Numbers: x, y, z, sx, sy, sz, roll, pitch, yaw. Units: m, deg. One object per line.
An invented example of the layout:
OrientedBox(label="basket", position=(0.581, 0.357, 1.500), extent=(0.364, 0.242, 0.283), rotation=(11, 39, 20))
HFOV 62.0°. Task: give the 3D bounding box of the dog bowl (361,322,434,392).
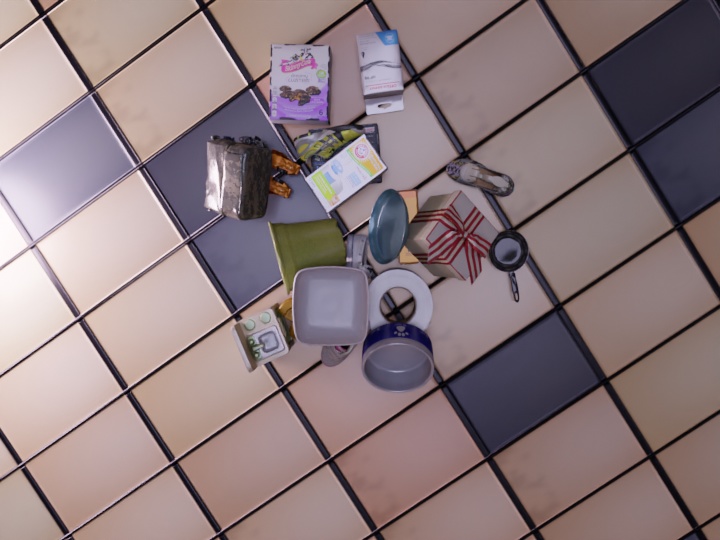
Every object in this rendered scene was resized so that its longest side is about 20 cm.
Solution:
OrientedBox(label="dog bowl", position=(0.101, 0.239, 1.631), extent=(0.195, 0.080, 0.203), rotation=(1, 131, 1))

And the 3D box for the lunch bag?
OrientedBox(label="lunch bag", position=(-0.336, -0.245, 1.584), extent=(0.165, 0.139, 0.204), rotation=(14, 105, 24))

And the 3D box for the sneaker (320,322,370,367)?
OrientedBox(label="sneaker", position=(-0.057, 0.202, 1.657), extent=(0.081, 0.088, 0.201), rotation=(41, 122, 6))

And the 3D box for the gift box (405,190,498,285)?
OrientedBox(label="gift box", position=(0.230, -0.074, 1.564), extent=(0.184, 0.186, 0.202), rotation=(37, 77, -20))

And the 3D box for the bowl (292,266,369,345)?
OrientedBox(label="bowl", position=(-0.077, 0.087, 1.551), extent=(0.195, 0.075, 0.205), rotation=(0, 97, -5))

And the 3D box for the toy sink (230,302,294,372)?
OrientedBox(label="toy sink", position=(-0.258, 0.176, 1.630), extent=(0.110, 0.200, 0.133), rotation=(-23, 92, 4))

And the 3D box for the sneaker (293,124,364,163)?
OrientedBox(label="sneaker", position=(-0.079, -0.344, 1.614), extent=(0.196, 0.075, 0.078), rotation=(-12, 100, 14))

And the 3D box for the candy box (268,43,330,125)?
OrientedBox(label="candy box", position=(-0.164, -0.510, 1.647), extent=(0.164, 0.072, 0.205), rotation=(2, 94, 2))

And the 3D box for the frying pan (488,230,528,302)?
OrientedBox(label="frying pan", position=(0.432, -0.022, 1.675), extent=(0.114, 0.031, 0.192), rotation=(-33, 95, 4))

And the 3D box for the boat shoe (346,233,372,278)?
OrientedBox(label="boat shoe", position=(0.000, 0.000, 1.674), extent=(0.068, 0.071, 0.205), rotation=(0, 87, 12))

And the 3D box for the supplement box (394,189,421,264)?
OrientedBox(label="supplement box", position=(0.132, -0.120, 1.664), extent=(0.065, 0.069, 0.205), rotation=(-4, 92, 3))

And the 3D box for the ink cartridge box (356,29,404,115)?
OrientedBox(label="ink cartridge box", position=(0.057, -0.540, 1.639), extent=(0.113, 0.067, 0.205), rotation=(-7, 93, 2))

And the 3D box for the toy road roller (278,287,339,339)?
OrientedBox(label="toy road roller", position=(-0.136, 0.100, 1.661), extent=(0.144, 0.123, 0.202), rotation=(31, 95, 6))

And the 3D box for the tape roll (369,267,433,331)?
OrientedBox(label="tape roll", position=(0.105, 0.096, 1.676), extent=(0.198, 0.071, 0.207), rotation=(0, 93, 2))

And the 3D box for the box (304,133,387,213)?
OrientedBox(label="box", position=(-0.036, -0.256, 1.597), extent=(0.198, 0.101, 0.113), rotation=(-35, 94, 5))

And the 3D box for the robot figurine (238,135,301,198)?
OrientedBox(label="robot figurine", position=(-0.274, -0.286, 1.672), extent=(0.197, 0.058, 0.147), rotation=(24, 94, 0))

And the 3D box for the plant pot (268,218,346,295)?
OrientedBox(label="plant pot", position=(-0.138, -0.056, 1.628), extent=(0.181, 0.200, 0.205), rotation=(-15, 93, -8))

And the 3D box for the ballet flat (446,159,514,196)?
OrientedBox(label="ballet flat", position=(0.333, -0.259, 1.646), extent=(0.197, 0.072, 0.073), rotation=(20, 94, 1))

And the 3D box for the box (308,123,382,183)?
OrientedBox(label="box", position=(-0.042, -0.317, 1.667), extent=(0.195, 0.046, 0.163), rotation=(-5, 94, 3))

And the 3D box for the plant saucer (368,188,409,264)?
OrientedBox(label="plant saucer", position=(0.079, -0.117, 1.615), extent=(0.027, 0.199, 0.205), rotation=(4, 95, -27))
